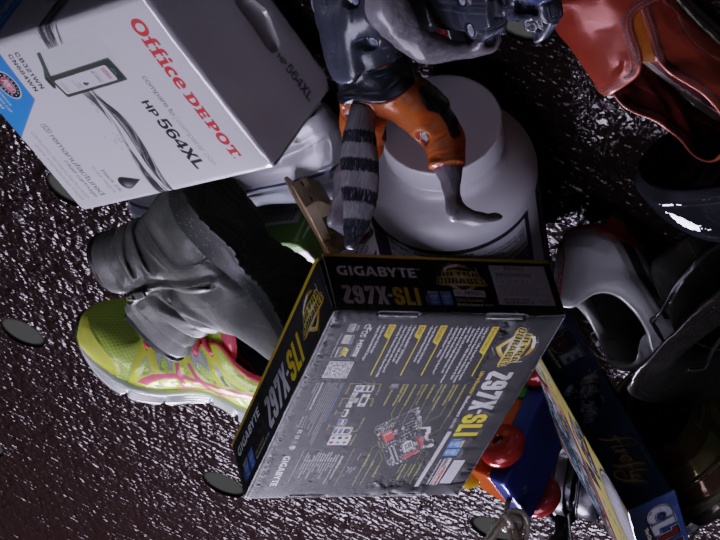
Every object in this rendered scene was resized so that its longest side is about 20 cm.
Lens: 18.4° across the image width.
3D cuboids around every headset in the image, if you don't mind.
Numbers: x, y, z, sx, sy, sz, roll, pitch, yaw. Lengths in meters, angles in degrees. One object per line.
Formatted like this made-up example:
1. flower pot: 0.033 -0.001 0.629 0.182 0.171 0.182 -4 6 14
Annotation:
1. headset: 0.200 0.167 1.732 0.123 0.094 0.200 31 135 -5

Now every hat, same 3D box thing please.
1. hat: 0.233 0.006 1.390 0.081 0.199 0.201 59 160 23

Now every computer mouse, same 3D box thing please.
1. computer mouse: 0.248 -0.045 1.282 0.199 0.139 0.053 6 134 45

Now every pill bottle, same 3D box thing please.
1. pill bottle: 0.063 -0.033 1.436 0.111 0.113 0.201 12 148 18

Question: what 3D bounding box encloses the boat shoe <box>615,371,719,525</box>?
1. boat shoe: 0.212 0.100 1.520 0.074 0.076 0.200 48 -177 -18

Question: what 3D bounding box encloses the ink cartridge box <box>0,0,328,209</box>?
1. ink cartridge box: -0.142 -0.130 1.436 0.199 0.085 0.146 -10 127 46

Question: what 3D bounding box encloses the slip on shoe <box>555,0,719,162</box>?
1. slip on shoe: 0.149 -0.133 1.265 0.199 0.062 0.074 36 151 -16

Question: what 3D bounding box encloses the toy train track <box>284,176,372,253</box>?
1. toy train track: 0.000 0.000 1.473 0.115 0.032 0.201 59 176 36

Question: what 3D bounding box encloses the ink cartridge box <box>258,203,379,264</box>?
1. ink cartridge box: -0.028 0.017 1.618 0.147 0.076 0.200 -6 138 41

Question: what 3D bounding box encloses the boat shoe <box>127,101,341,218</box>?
1. boat shoe: -0.085 -0.080 1.525 0.198 0.074 0.067 -11 123 31

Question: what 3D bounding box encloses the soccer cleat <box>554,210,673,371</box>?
1. soccer cleat: 0.206 0.043 1.486 0.199 0.086 0.068 36 148 -21

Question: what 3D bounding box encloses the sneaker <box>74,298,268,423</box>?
1. sneaker: -0.109 0.053 1.598 0.198 0.079 0.091 15 142 5

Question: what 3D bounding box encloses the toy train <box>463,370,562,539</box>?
1. toy train: 0.083 0.145 1.628 0.115 0.201 0.085 5 147 37

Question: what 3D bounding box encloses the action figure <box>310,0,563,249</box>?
1. action figure: 0.027 -0.117 1.268 0.199 0.104 0.195 0 103 56

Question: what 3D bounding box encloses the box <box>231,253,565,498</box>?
1. box: 0.020 0.072 1.421 0.158 0.050 0.201 0 140 -23

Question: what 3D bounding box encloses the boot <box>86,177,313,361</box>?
1. boot: -0.091 0.029 1.521 0.200 0.068 0.130 51 132 -3

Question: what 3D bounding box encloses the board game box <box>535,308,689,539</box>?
1. board game box: 0.169 0.130 1.479 0.034 0.201 0.136 -23 131 -2
